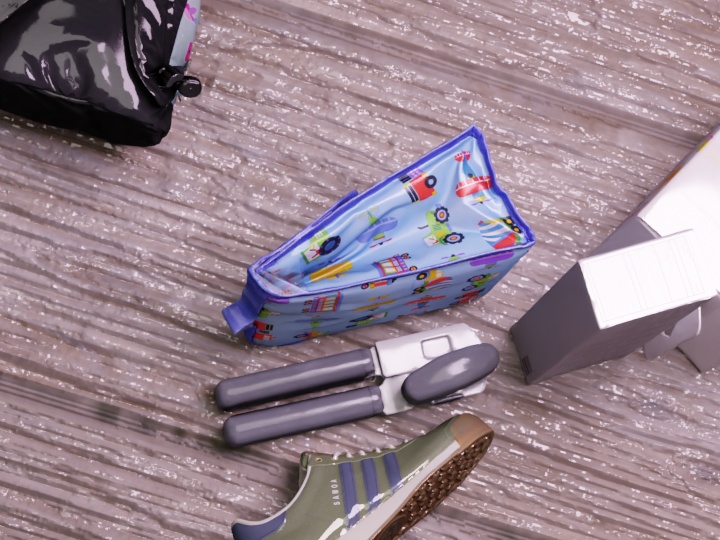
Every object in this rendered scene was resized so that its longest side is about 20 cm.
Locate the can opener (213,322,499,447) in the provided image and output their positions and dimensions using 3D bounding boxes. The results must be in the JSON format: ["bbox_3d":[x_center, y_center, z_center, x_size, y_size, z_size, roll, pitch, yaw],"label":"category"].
[{"bbox_3d":[-0.002,0.078,1.072,0.199,0.067,0.054,-12,78,-11],"label":"can opener"}]

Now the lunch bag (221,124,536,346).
[{"bbox_3d":[0.000,0.000,1.048,0.199,0.151,0.094,-24,80,-13],"label":"lunch bag"}]

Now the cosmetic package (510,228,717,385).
[{"bbox_3d":[0.166,0.028,1.039,0.082,0.200,0.051,-13,78,-11],"label":"cosmetic package"}]

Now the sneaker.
[{"bbox_3d":[-0.004,0.148,1.055,0.090,0.067,0.200,39,63,22],"label":"sneaker"}]

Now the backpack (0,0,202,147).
[{"bbox_3d":[-0.188,-0.200,1.085,0.166,0.127,0.201,17,74,-15],"label":"backpack"}]

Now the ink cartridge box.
[{"bbox_3d":[0.272,-0.029,1.104,0.125,0.129,0.200,45,75,5],"label":"ink cartridge box"}]
